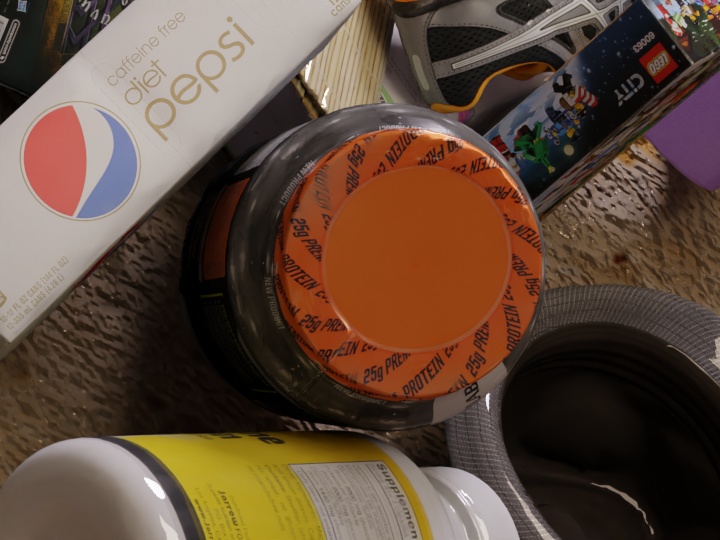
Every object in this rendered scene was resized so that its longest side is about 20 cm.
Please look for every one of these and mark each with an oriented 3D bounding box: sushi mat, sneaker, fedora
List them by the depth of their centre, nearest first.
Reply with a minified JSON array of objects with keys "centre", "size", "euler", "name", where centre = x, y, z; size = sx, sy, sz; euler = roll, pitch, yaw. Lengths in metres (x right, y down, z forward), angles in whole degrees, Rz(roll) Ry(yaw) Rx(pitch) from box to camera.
[{"centre":[0.102,0.101,1.253],"size":[0.200,0.090,0.177],"euler":[-25,73,-48],"name":"fedora"},{"centre":[-0.006,-0.139,1.290],"size":[0.201,0.012,0.096],"euler":[-78,148,-46],"name":"sushi mat"},{"centre":[0.090,-0.126,1.348],"size":[0.199,0.078,0.078],"euler":[-16,104,-35],"name":"sneaker"}]

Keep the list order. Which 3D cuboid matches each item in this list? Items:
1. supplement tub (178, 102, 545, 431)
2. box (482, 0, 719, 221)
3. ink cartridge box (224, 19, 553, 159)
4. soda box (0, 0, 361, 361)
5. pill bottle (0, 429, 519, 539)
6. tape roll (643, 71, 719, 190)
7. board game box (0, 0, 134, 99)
[{"centre":[0.000,0.000,1.136],"size":[0.122,0.123,0.200],"euler":[41,-8,-8],"name":"supplement tub"},{"centre":[0.098,-0.065,1.316],"size":[0.038,0.200,0.136],"euler":[52,35,5],"name":"box"},{"centre":[0.006,-0.103,1.373],"size":[0.117,0.067,0.200],"euler":[55,36,8],"name":"ink cartridge box"},{"centre":[-0.093,-0.053,1.131],"size":[0.064,0.068,0.200],"euler":[45,70,-2],"name":"soda box"},{"centre":[-0.035,0.115,1.074],"size":[0.199,0.112,0.112],"euler":[2,54,-46],"name":"pill bottle"},{"centre":[0.150,-0.141,1.514],"size":[0.200,0.066,0.200],"euler":[47,18,-20],"name":"tape roll"},{"centre":[-0.087,-0.157,1.181],"size":[0.028,0.201,0.135],"euler":[22,-1,41],"name":"board game box"}]
